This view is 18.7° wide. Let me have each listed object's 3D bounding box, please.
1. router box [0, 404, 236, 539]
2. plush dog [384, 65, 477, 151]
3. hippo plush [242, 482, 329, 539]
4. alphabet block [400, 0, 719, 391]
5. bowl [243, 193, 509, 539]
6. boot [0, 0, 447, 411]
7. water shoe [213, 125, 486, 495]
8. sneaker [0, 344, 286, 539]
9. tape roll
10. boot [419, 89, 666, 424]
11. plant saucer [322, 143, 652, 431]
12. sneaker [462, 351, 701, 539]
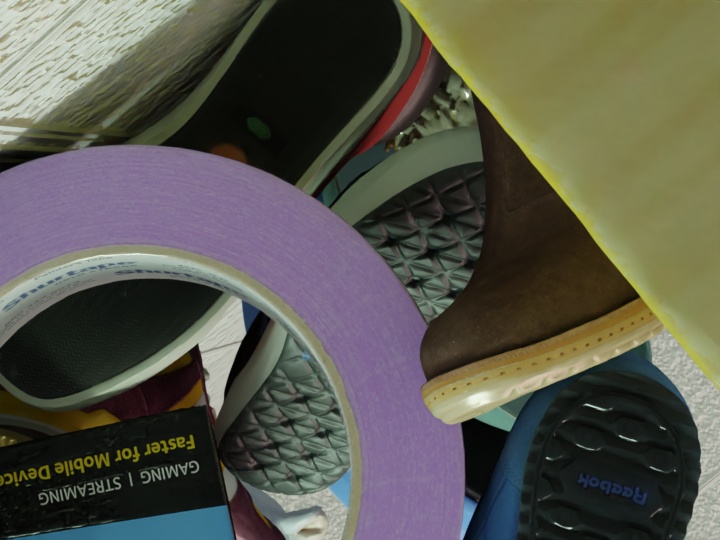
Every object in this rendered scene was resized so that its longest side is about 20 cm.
[{"bbox_3d":[-0.134,0.139,0.748,0.200,0.149,0.051,-12,172,-6],"label":"router box"},{"bbox_3d":[0.084,-0.101,0.881,0.172,0.160,0.200,-57,-159,23],"label":"plush dog"},{"bbox_3d":[-0.115,0.124,1.095,0.159,0.161,0.200,-43,174,31],"label":"hippo plush"},{"bbox_3d":[0.115,-0.109,0.526,0.200,0.196,0.195,-41,173,14],"label":"alphabet block"},{"bbox_3d":[0.035,0.043,0.994,0.039,0.201,0.201,-39,176,31],"label":"bowl"},{"bbox_3d":[-0.046,-0.029,0.799,0.200,0.072,0.144,-44,176,9],"label":"boot"},{"bbox_3d":[0.000,0.000,0.794,0.200,0.071,0.079,-50,-155,40],"label":"water shoe"},{"bbox_3d":[-0.078,0.069,0.881,0.200,0.075,0.090,46,53,-53],"label":"sneaker"},{"bbox_3d":[-0.068,0.064,0.683,0.200,0.200,0.066,-39,175,-3],"label":"tape roll"},{"bbox_3d":[0.045,-0.057,0.671,0.072,0.167,0.200,-25,-174,40],"label":"boot"},{"bbox_3d":[0.049,-0.002,0.972,0.036,0.200,0.200,-38,176,30],"label":"plant saucer"},{"bbox_3d":[0.052,0.120,0.689,0.078,0.066,0.200,-118,-130,-89],"label":"sneaker"}]
